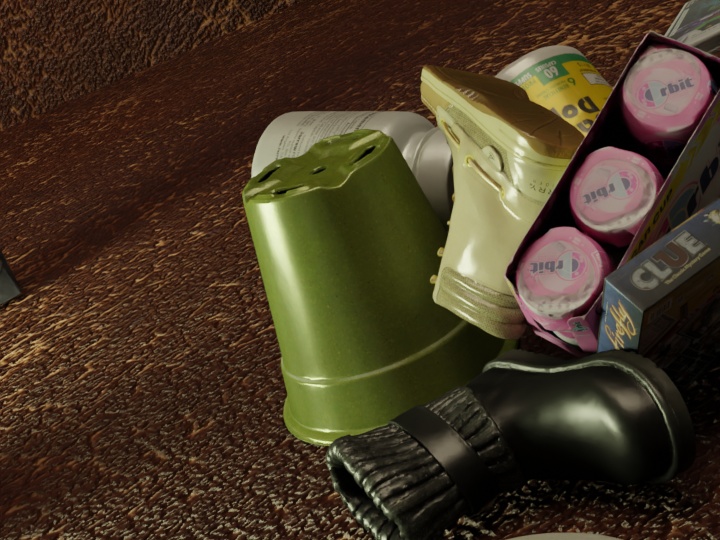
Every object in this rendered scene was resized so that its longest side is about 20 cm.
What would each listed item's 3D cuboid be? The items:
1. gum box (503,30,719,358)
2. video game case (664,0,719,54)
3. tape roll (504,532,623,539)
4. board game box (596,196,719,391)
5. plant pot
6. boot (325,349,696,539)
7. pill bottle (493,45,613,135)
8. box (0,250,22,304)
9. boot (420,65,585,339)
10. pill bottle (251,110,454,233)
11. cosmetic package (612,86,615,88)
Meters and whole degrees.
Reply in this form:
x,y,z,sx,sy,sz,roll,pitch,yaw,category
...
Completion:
x,y,z,sx,sy,sz,roll,pitch,yaw,category
0.174,-0.037,0.876,0.066,0.114,0.201,27,80,27,gum box
0.378,-0.261,1.295,0.181,0.023,0.200,-23,15,34,video game case
0.074,0.205,0.662,0.202,0.037,0.203,-20,20,7,tape roll
0.235,0.004,0.853,0.200,0.136,0.035,-33,56,-19,board game box
0.000,0.000,1.034,0.199,0.191,0.200,-19,20,7,plant pot
0.085,0.114,0.810,0.157,0.080,0.211,-24,8,-26,boot
0.177,-0.066,1.013,0.112,0.113,0.200,-26,61,-12,pill bottle
-0.542,0.010,1.649,0.199,0.133,0.115,-30,20,-19,box
0.083,-0.055,0.962,0.072,0.156,0.200,1,24,-25,boot
0.015,-0.080,1.155,0.199,0.115,0.114,5,32,36,pill bottle
0.232,-0.124,1.281,0.199,0.074,0.102,-15,20,13,cosmetic package
